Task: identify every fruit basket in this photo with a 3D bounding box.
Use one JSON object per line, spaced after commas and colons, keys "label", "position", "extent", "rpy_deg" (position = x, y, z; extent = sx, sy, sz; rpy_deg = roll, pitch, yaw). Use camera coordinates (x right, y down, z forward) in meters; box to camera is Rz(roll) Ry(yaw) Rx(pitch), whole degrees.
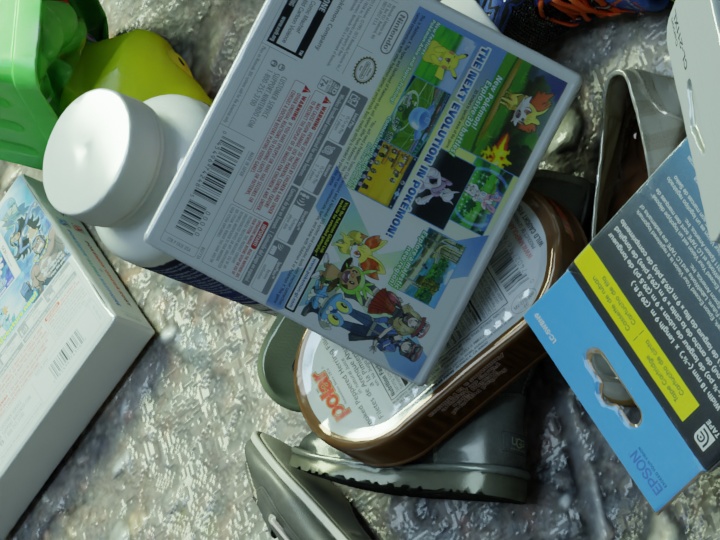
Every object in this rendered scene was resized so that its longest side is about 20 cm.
{"label": "fruit basket", "position": [-0.188, -0.142, 2.001], "extent": [0.215, 0.215, 0.156], "rpy_deg": [-16, 63, 41]}

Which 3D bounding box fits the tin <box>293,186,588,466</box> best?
{"label": "tin", "position": [0.044, 0.029, 1.690], "extent": [0.200, 0.042, 0.112], "rpy_deg": [-41, 50, 16]}

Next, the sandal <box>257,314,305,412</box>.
{"label": "sandal", "position": [0.000, 0.001, 1.793], "extent": [0.080, 0.057, 0.201], "rpy_deg": [28, 99, 10]}

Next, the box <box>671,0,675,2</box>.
{"label": "box", "position": [0.200, -0.249, 1.614], "extent": [0.200, 0.193, 0.048], "rpy_deg": [-62, 27, 5]}

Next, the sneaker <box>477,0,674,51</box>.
{"label": "sneaker", "position": [0.149, -0.182, 1.731], "extent": [0.200, 0.075, 0.079], "rpy_deg": [-36, 54, 32]}

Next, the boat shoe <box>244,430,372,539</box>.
{"label": "boat shoe", "position": [-0.025, 0.171, 1.763], "extent": [0.057, 0.067, 0.200], "rpy_deg": [-53, 47, 9]}

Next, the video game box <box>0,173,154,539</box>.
{"label": "video game box", "position": [-0.248, 0.062, 2.055], "extent": [0.200, 0.047, 0.182], "rpy_deg": [-53, 46, 15]}

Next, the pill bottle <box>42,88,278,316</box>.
{"label": "pill bottle", "position": [-0.098, -0.046, 1.830], "extent": [0.111, 0.200, 0.111], "rpy_deg": [-20, 61, 40]}

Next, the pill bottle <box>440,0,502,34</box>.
{"label": "pill bottle", "position": [0.006, -0.075, 1.718], "extent": [0.200, 0.112, 0.112], "rpy_deg": [-36, 47, 2]}

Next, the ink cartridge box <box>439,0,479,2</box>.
{"label": "ink cartridge box", "position": [0.021, -0.215, 1.866], "extent": [0.175, 0.084, 0.200], "rpy_deg": [-8, 68, 45]}

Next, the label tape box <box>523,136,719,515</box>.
{"label": "label tape box", "position": [0.200, 0.014, 1.565], "extent": [0.200, 0.063, 0.144], "rpy_deg": [-49, 63, 34]}

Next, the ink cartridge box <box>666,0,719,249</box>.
{"label": "ink cartridge box", "position": [0.270, -0.095, 1.471], "extent": [0.083, 0.200, 0.146], "rpy_deg": [100, 163, -61]}

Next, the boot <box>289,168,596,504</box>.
{"label": "boot", "position": [0.049, 0.036, 1.742], "extent": [0.182, 0.073, 0.200], "rpy_deg": [2, 81, 33]}

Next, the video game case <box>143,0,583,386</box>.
{"label": "video game case", "position": [0.001, -0.063, 1.652], "extent": [0.200, 0.182, 0.022], "rpy_deg": [-62, -2, 1]}

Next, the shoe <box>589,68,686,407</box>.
{"label": "shoe", "position": [0.154, -0.021, 1.669], "extent": [0.070, 0.053, 0.200], "rpy_deg": [-8, 68, 44]}
